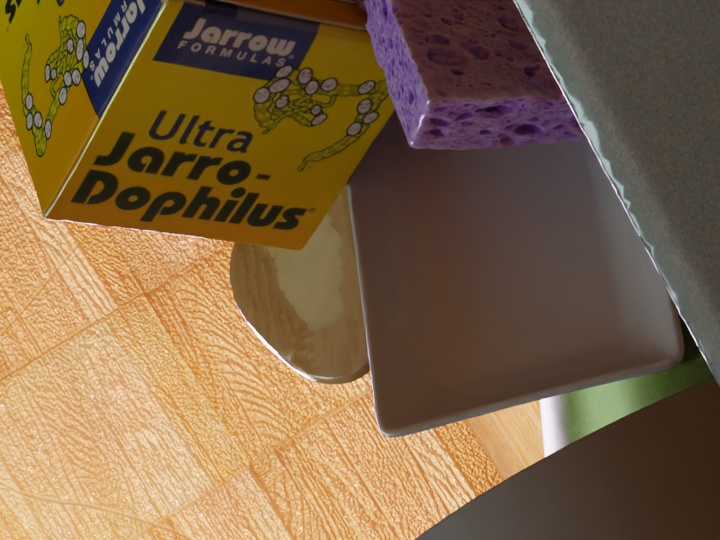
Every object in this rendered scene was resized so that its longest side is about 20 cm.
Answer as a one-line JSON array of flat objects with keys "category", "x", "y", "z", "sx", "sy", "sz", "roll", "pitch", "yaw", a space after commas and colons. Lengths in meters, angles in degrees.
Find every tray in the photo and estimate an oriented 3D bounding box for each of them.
[{"category": "tray", "x": 0.049, "y": -0.035, "z": 0.871, "sx": 0.022, "sy": 0.107, "sz": 0.200, "roll": 56, "pitch": -158, "yaw": -54}]

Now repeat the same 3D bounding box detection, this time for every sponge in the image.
[{"category": "sponge", "x": 0.045, "y": -0.126, "z": 0.849, "sx": 0.030, "sy": 0.111, "sz": 0.200, "roll": 106, "pitch": 153, "yaw": -49}]

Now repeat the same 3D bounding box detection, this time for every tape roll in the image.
[{"category": "tape roll", "x": 0.100, "y": 0.102, "z": 0.841, "sx": 0.200, "sy": 0.200, "sz": 0.066, "roll": 73, "pitch": 171, "yaw": -73}]

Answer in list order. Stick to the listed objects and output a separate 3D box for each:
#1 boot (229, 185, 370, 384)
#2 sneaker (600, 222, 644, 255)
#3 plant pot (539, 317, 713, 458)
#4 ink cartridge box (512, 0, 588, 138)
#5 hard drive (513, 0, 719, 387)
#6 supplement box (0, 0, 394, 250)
[{"category": "boot", "x": -0.001, "y": 0.000, "z": 1.062, "sx": 0.144, "sy": 0.071, "sz": 0.201, "roll": 38, "pitch": -166, "yaw": -44}, {"category": "sneaker", "x": 0.144, "y": -0.003, "z": 0.867, "sx": 0.088, "sy": 0.074, "sz": 0.200, "roll": 50, "pitch": 160, "yaw": -29}, {"category": "plant pot", "x": 0.155, "y": 0.087, "z": 1.050, "sx": 0.200, "sy": 0.200, "sz": 0.190, "roll": -131, "pitch": 23, "yaw": -64}, {"category": "ink cartridge box", "x": 0.095, "y": -0.091, "z": 0.690, "sx": 0.200, "sy": 0.075, "sz": 0.165, "roll": 59, "pitch": -159, "yaw": -17}, {"category": "hard drive", "x": 0.112, "y": -0.073, "z": 0.586, "sx": 0.200, "sy": 0.139, "sz": 0.033, "roll": 60, "pitch": -161, "yaw": -17}, {"category": "supplement box", "x": -0.071, "y": -0.119, "z": 0.897, "sx": 0.110, "sy": 0.109, "sz": 0.200, "roll": -56, "pitch": 41, "yaw": 36}]
